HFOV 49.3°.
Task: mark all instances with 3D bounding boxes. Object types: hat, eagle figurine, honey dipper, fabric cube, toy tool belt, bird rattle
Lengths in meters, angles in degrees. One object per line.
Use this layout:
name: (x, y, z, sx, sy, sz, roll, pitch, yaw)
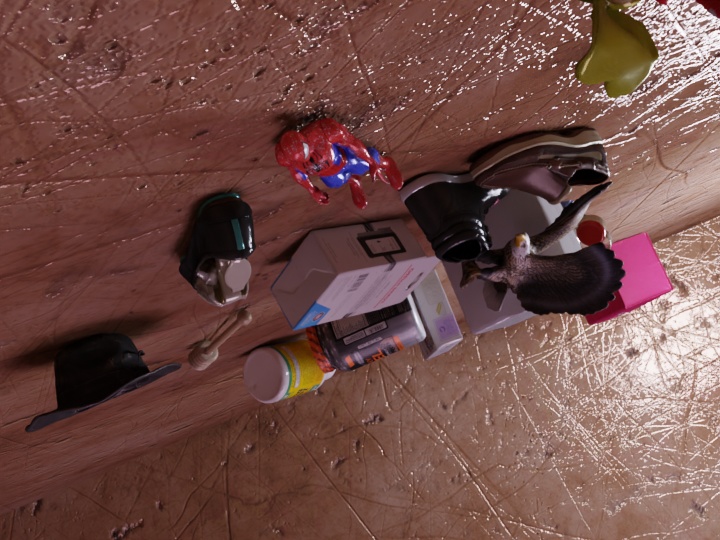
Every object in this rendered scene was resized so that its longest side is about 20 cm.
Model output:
hat: (-0.327, 0.125, 0.975, 0.199, 0.082, 0.201, -22, 178, -1)
eagle figurine: (0.221, -0.021, 0.980, 0.198, 0.153, 0.151, -7, -169, 11)
honey dipper: (-0.219, 0.107, 1.224, 0.038, 0.038, 0.200, -14, 163, -38)
fabric cube: (0.789, 0.028, 2.400, 0.195, 0.202, 0.199, -16, 168, -22)
toy tool belt: (0.338, -0.066, 1.339, 0.199, 0.125, 0.123, -28, -161, 42)
bird rattle: (0.175, -0.190, 0.419, 0.163, 0.113, 0.200, -43, -179, -16)

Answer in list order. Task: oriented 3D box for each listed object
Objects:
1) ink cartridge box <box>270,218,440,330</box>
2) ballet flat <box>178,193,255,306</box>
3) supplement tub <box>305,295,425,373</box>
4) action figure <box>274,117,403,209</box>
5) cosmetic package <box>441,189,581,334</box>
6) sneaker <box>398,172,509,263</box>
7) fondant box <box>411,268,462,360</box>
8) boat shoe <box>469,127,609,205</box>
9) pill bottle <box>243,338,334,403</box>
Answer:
ink cartridge box: (0.000, 0.000, 0.986, 0.199, 0.068, 0.116, -10, 150, -45)
ballet flat: (-0.135, -0.005, 0.747, 0.067, 0.069, 0.200, -19, 169, -17)
supplement tub: (0.009, 0.106, 1.427, 0.199, 0.123, 0.123, -23, 169, 6)
action figure: (-0.018, -0.087, 0.655, 0.065, 0.052, 0.200, -22, 168, 18)
cosmetic package: (0.231, -0.017, 1.161, 0.166, 0.168, 0.200, -27, 169, 21)
sneaker: (0.129, -0.061, 0.924, 0.071, 0.100, 0.199, -33, 166, 38)
fondant box: (0.138, 0.092, 1.558, 0.058, 0.145, 0.200, -20, 169, -5)
boat shoe: (0.217, -0.114, 0.903, 0.201, 0.075, 0.075, -16, 168, -30)
pill bottle: (-0.139, 0.203, 1.628, 0.112, 0.114, 0.199, -28, 168, 31)
